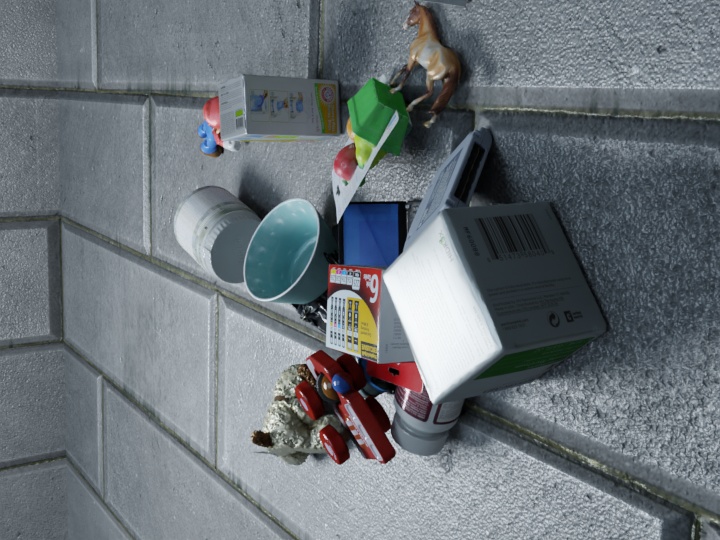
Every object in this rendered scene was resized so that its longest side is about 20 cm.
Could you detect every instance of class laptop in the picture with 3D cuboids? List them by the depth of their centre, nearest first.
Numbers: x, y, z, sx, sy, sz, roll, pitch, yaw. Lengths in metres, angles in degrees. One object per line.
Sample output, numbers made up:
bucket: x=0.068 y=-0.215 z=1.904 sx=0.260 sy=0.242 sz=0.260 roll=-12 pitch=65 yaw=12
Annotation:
laptop: x=0.057 y=-0.020 z=1.413 sx=0.199 sy=0.101 sz=0.182 roll=9 pitch=102 yaw=58

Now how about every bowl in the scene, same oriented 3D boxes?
bowl: x=-0.114 y=-0.020 z=1.631 sx=0.199 sy=0.104 sz=0.205 roll=-25 pitch=51 yaw=35

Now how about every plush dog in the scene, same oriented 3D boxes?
plush dog: x=-0.134 y=0.269 z=1.718 sx=0.199 sy=0.158 sz=0.175 roll=-35 pitch=42 yaw=52

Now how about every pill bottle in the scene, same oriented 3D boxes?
pill bottle: x=0.111 y=0.175 z=1.351 sx=0.110 sy=0.108 sz=0.204 roll=43 pitch=128 yaw=44

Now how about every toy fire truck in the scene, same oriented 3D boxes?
toy fire truck: x=-0.019 y=0.218 z=1.423 sx=0.203 sy=0.111 sz=0.168 roll=59 pitch=162 yaw=2

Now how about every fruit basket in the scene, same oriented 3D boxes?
fruit basket: x=0.008 y=-0.199 z=1.439 sx=0.187 sy=0.092 sz=0.203 roll=-99 pitch=31 yaw=-58

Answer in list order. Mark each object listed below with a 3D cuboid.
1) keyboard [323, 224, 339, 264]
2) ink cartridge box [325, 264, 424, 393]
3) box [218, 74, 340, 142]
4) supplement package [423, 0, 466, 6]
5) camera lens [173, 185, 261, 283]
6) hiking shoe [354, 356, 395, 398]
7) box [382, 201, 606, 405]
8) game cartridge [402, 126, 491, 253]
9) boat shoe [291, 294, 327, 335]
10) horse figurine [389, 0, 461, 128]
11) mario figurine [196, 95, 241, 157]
keyboard: x=0.000 y=0.000 z=1.509 sx=0.102 sy=0.040 sz=0.203 roll=-26 pitch=66 yaw=7
ink cartridge box: x=0.021 y=0.084 z=1.329 sx=0.199 sy=0.082 sz=0.180 roll=-176 pitch=88 yaw=-66
box: x=-0.145 y=-0.290 z=1.596 sx=0.112 sy=0.196 sz=0.104 roll=2 pitch=95 yaw=57
supplement package: x=0.078 y=-0.488 z=1.316 sx=0.200 sy=0.112 sz=0.111 roll=48 pitch=131 yaw=43
camera lens: x=-0.298 y=-0.079 z=1.884 sx=0.199 sy=0.157 sz=0.163 roll=36 pitch=123 yaw=48
hiking shoe: x=0.015 y=0.118 z=1.531 sx=0.086 sy=0.073 sz=0.204 roll=-21 pitch=87 yaw=50
box: x=0.172 y=0.040 z=1.164 sx=0.171 sy=0.196 sz=0.204 roll=-46 pitch=59 yaw=48
game cartridge: x=0.123 y=-0.104 z=1.265 sx=0.134 sy=0.041 sz=0.202 roll=-54 pitch=8 yaw=49
boat shoe: x=-0.095 y=0.069 z=1.682 sx=0.200 sy=0.065 sz=0.071 roll=47 pitch=131 yaw=42
horse figurine: x=0.103 y=-0.308 z=1.346 sx=0.134 sy=0.049 sz=0.201 roll=-55 pitch=41 yaw=22
mario figurine: x=-0.299 y=-0.322 z=1.954 sx=0.124 sy=0.106 sz=0.199 roll=46 pitch=155 yaw=-7
